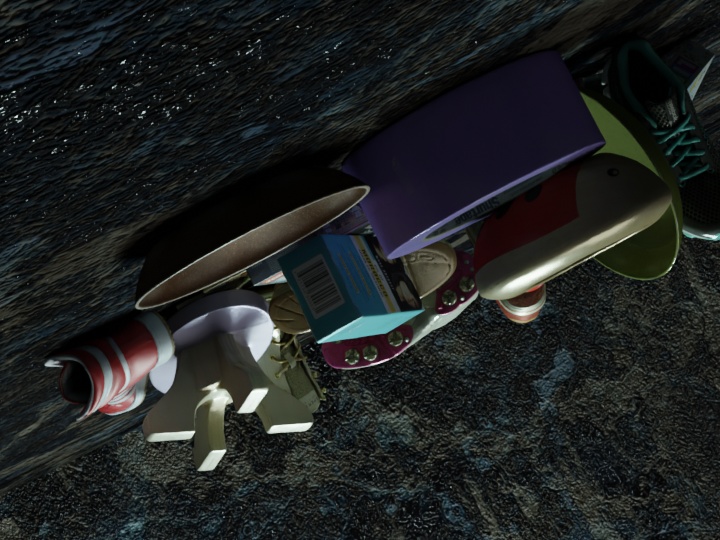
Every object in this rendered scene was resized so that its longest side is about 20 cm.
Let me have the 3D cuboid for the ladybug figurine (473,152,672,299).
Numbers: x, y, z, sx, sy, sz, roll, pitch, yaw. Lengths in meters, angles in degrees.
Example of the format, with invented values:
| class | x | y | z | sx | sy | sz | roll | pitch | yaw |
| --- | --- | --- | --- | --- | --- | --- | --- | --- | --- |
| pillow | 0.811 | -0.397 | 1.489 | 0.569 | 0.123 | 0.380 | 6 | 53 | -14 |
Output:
| class | x | y | z | sx | sy | sz | roll | pitch | yaw |
| --- | --- | --- | --- | --- | --- | --- | --- | --- | --- |
| ladybug figurine | 0.166 | -0.038 | 1.288 | 0.199 | 0.072 | 0.135 | -31 | 174 | 38 |

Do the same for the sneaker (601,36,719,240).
| class | x | y | z | sx | sy | sz | roll | pitch | yaw |
| --- | --- | --- | --- | --- | --- | --- | --- | --- | --- |
| sneaker | 0.268 | -0.118 | 1.348 | 0.077 | 0.201 | 0.091 | -29 | 163 | 3 |

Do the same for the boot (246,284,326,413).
| class | x | y | z | sx | sy | sz | roll | pitch | yaw |
| --- | --- | --- | --- | --- | --- | --- | --- | --- | --- |
| boot | -0.083 | 0.087 | 1.714 | 0.072 | 0.156 | 0.200 | -26 | 180 | -31 |

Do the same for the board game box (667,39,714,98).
| class | x | y | z | sx | sy | sz | roll | pitch | yaw |
| --- | --- | --- | --- | --- | --- | --- | --- | --- | --- |
| board game box | 0.294 | -0.127 | 1.606 | 0.135 | 0.034 | 0.201 | -47 | 162 | -43 |

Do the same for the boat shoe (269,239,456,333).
| class | x | y | z | sx | sy | sz | roll | pitch | yaw |
| --- | --- | --- | --- | --- | --- | --- | --- | --- | --- |
| boat shoe | 0.000 | 0.000 | 1.561 | 0.199 | 0.072 | 0.065 | -17 | -147 | 13 |

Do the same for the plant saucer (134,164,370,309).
| class | x | y | z | sx | sy | sz | roll | pitch | yaw |
| --- | --- | --- | --- | --- | --- | --- | --- | --- | --- |
| plant saucer | -0.088 | -0.031 | 1.168 | 0.199 | 0.037 | 0.200 | -28 | 175 | -2 |

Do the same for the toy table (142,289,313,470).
| class | x | y | z | sx | sy | sz | roll | pitch | yaw |
| --- | --- | --- | --- | --- | --- | --- | --- | --- | --- |
| toy table | -0.147 | 0.120 | 1.618 | 0.182 | 0.118 | 0.200 | -7 | 151 | -17 |

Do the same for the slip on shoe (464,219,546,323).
| class | x | y | z | sx | sy | sz | roll | pitch | yaw |
| --- | --- | --- | --- | --- | --- | --- | --- | --- | --- |
| slip on shoe | 0.156 | -0.029 | 1.709 | 0.073 | 0.201 | 0.061 | -14 | 150 | -5 |

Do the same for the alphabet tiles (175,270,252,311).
| class | x | y | z | sx | sy | sz | roll | pitch | yaw |
| --- | --- | --- | --- | --- | --- | --- | --- | --- | --- |
| alphabet tiles | -0.102 | -0.002 | 1.629 | 0.199 | 0.006 | 0.166 | -27 | 175 | -4 |

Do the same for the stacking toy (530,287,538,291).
| class | x | y | z | sx | sy | sz | roll | pitch | yaw |
| --- | --- | --- | --- | --- | --- | --- | --- | --- | --- |
| stacking toy | 0.208 | -0.066 | 1.645 | 0.201 | 0.085 | 0.085 | -62 | -172 | -18 |

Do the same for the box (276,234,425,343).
| class | x | y | z | sx | sy | sz | roll | pitch | yaw |
| --- | --- | --- | --- | --- | --- | --- | --- | --- | --- |
| box | -0.005 | 0.015 | 1.392 | 0.049 | 0.083 | 0.200 | -29 | 172 | 16 |

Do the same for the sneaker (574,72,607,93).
| class | x | y | z | sx | sy | sz | roll | pitch | yaw |
| --- | --- | --- | --- | --- | --- | --- | --- | --- | --- |
| sneaker | 0.188 | -0.146 | 1.457 | 0.199 | 0.070 | 0.082 | -23 | 147 | 0 |

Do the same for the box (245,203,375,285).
| class | x | y | z | sx | sy | sz | roll | pitch | yaw |
| --- | --- | --- | --- | --- | --- | --- | --- | --- | --- |
| box | -0.006 | -0.048 | 1.446 | 0.199 | 0.040 | 0.137 | -28 | 175 | 12 |

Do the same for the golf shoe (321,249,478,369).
| class | x | y | z | sx | sy | sz | roll | pitch | yaw |
| --- | --- | --- | --- | --- | --- | --- | --- | --- | --- |
| golf shoe | 0.052 | 0.054 | 1.710 | 0.199 | 0.076 | 0.092 | -29 | 164 | 5 |

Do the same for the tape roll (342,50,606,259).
| class | x | y | z | sx | sy | sz | roll | pitch | yaw |
| --- | --- | --- | --- | --- | --- | --- | --- | --- | --- |
| tape roll | 0.091 | -0.091 | 1.241 | 0.199 | 0.085 | 0.200 | -27 | 175 | -3 |

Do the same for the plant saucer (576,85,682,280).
| class | x | y | z | sx | sy | sz | roll | pitch | yaw |
| --- | --- | --- | --- | --- | --- | --- | --- | --- | --- |
| plant saucer | 0.218 | -0.084 | 1.370 | 0.031 | 0.201 | 0.200 | -34 | 179 | -21 |

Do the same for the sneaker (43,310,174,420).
| class | x | y | z | sx | sy | sz | roll | pitch | yaw |
| --- | --- | --- | --- | --- | --- | --- | --- | --- | --- |
| sneaker | -0.263 | 0.110 | 1.524 | 0.112 | 0.071 | 0.200 | -29 | 170 | -33 |
